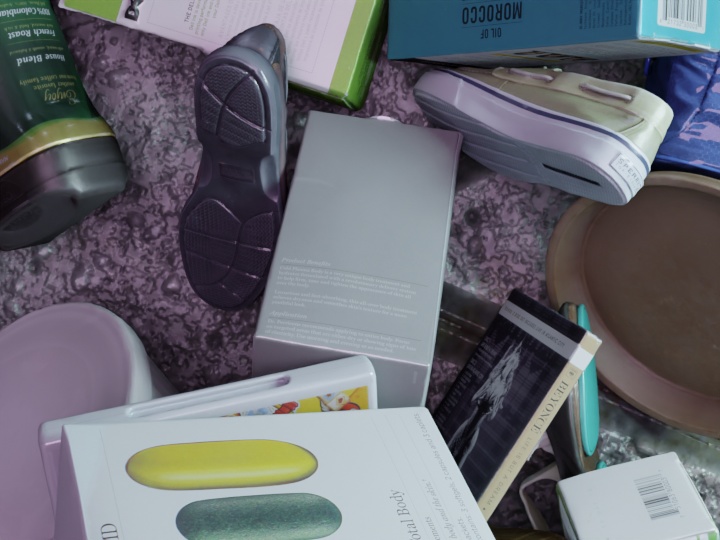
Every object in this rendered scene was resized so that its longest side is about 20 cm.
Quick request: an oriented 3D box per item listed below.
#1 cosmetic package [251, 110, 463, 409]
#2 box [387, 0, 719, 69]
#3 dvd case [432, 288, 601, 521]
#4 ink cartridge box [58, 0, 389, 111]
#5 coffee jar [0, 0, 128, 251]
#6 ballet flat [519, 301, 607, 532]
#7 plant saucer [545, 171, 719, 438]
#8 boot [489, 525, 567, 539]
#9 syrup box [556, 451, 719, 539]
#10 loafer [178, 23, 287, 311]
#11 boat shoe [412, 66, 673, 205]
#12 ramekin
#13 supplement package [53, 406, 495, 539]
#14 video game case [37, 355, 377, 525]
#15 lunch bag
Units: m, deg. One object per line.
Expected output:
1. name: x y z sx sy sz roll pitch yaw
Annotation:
1. cosmetic package: 0.000 0.000 0.871 0.106 0.201 0.091 10 135 3
2. box: 0.113 -0.154 0.861 0.199 0.082 0.050 5 94 47
3. dvd case: 0.069 0.110 0.890 0.016 0.149 0.201 31 92 -13
4. ink cartridge box: -0.075 -0.207 0.932 0.198 0.076 0.149 18 91 7
5. coffee jar: -0.229 -0.118 0.917 0.104 0.085 0.201 -29 83 35
6. ballet flat: 0.132 0.123 0.923 0.068 0.068 0.202 -11 97 17
7. plant saucer: 0.210 0.020 0.885 0.200 0.200 0.029 42 50 2
8. boot: 0.091 0.242 0.870 0.072 0.200 0.157 -14 91 -23
9. syrup box: 0.179 0.222 0.878 0.081 0.079 0.201 -14 118 0
10. loafer: -0.071 -0.063 0.906 0.071 0.063 0.201 18 131 11
11. boat shoe: 0.112 -0.095 0.886 0.062 0.200 0.072 -49 132 -11
12. ramekin: -0.189 0.130 0.886 0.202 0.202 0.094 -43 131 2
13. supplement package: -0.048 0.176 0.719 0.198 0.152 0.152 -1 122 -19
14. video game case: -0.076 0.150 0.802 0.180 0.023 0.201 -11 123 -13
15. lunch bag: 0.264 -0.107 0.886 0.198 0.136 0.133 17 90 5
